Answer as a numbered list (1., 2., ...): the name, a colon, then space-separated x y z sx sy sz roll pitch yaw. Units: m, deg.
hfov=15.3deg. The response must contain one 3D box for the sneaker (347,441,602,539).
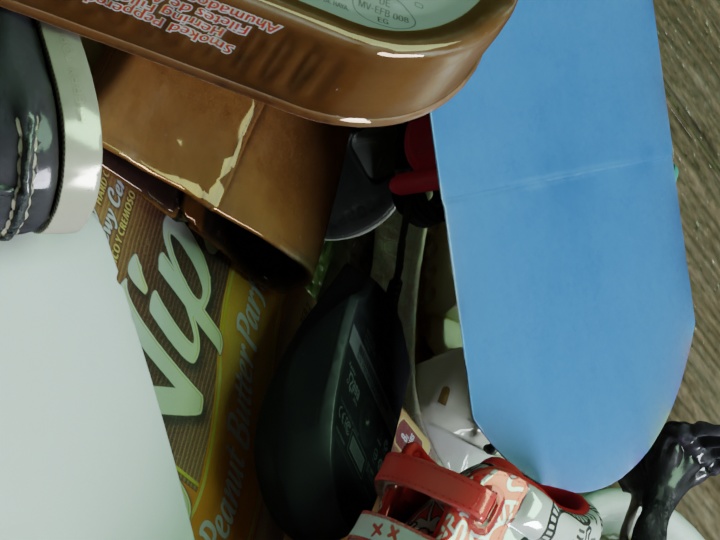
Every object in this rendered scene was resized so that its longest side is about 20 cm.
1. sneaker: -0.007 0.103 0.744 0.201 0.067 0.108 2 99 -46

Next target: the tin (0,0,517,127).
1. tin: -0.047 -0.111 0.731 0.200 0.042 0.112 19 49 -17

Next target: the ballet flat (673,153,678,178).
1. ballet flat: 0.075 0.002 1.038 0.071 0.071 0.200 53 37 -28

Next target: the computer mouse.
1. computer mouse: 0.000 0.000 0.844 0.059 0.034 0.200 68 30 -45

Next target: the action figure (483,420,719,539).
1. action figure: 0.060 0.123 0.872 0.119 0.102 0.200 34 60 -19

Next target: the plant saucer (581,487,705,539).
1. plant saucer: 0.095 0.184 1.002 0.200 0.050 0.201 26 56 -48

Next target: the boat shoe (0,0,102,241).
1. boat shoe: -0.130 -0.093 0.745 0.063 0.073 0.200 -8 57 -27

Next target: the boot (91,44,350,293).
1. boot: -0.051 -0.120 0.811 0.188 0.068 0.200 43 61 -40

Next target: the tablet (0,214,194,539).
1. tablet: -0.125 0.054 0.682 0.200 0.014 0.130 -10 81 -48

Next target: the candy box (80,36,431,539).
1. candy box: -0.064 0.036 0.824 0.200 0.055 0.116 52 41 -30

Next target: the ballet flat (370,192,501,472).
1. ballet flat: 0.033 0.020 0.966 0.067 0.062 0.201 22 59 -41

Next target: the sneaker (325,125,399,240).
1. sneaker: -0.041 -0.112 0.917 0.200 0.074 0.089 64 19 -15

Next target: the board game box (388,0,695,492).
1. board game box: 0.050 -0.029 0.854 0.158 0.039 0.201 -14 97 -58
